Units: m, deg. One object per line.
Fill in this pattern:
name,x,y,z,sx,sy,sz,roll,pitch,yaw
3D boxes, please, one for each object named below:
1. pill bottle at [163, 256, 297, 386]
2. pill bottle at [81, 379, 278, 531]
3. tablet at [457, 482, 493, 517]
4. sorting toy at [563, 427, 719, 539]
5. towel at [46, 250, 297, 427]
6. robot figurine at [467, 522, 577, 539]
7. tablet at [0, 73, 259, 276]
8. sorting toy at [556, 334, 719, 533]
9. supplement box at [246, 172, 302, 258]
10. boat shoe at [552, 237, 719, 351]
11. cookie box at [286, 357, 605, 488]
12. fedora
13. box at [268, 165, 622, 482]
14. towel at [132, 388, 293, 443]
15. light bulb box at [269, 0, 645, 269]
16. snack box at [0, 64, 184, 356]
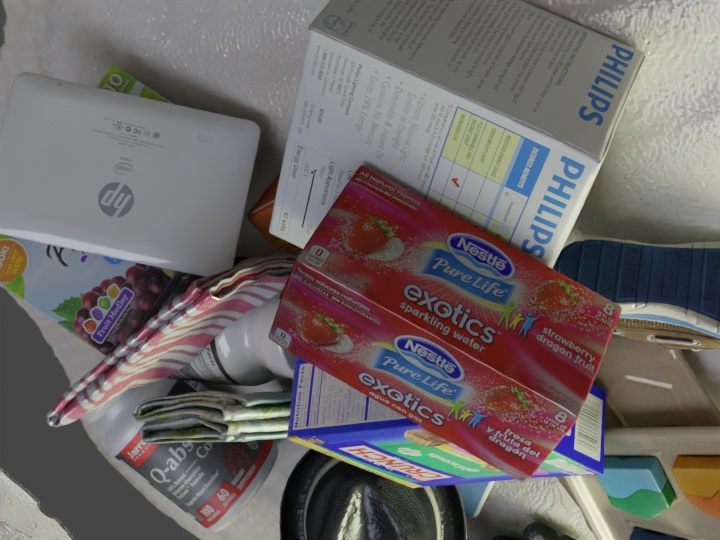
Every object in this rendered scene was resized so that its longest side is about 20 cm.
pill bottle,-0.127,0.045,1.101,0.199,0.117,0.117,1,131,32
pill bottle,-0.195,0.171,1.272,0.200,0.116,0.116,39,140,-8
tablet,0.077,0.158,1.160,0.130,0.014,0.201,26,139,9
sorting toy,0.275,0.204,0.987,0.199,0.037,0.186,-11,119,38
towel,-0.145,0.056,0.961,0.200,0.146,0.030,-38,82,27
robot figurine,0.169,0.339,1.199,0.199,0.125,0.151,21,146,14
tablet,-0.189,-0.075,0.963,0.199,0.131,0.014,12,171,-3
sorting toy,0.228,0.138,1.028,0.185,0.037,0.200,-16,116,42
supplement box,0.000,0.000,1.011,0.200,0.067,0.069,48,138,-16
boat shoe,0.240,0.021,0.879,0.199,0.073,0.072,12,157,14
cookie box,0.069,0.118,0.983,0.199,0.076,0.171,-12,151,41
fedora,0.011,0.251,1.130,0.200,0.201,0.092,34,-176,-2
box,0.053,0.034,0.789,0.199,0.100,0.096,29,141,4
towel,-0.086,0.130,1.121,0.171,0.199,0.048,-9,82,48
light bulb box,0.060,-0.084,0.839,0.199,0.125,0.199,25,140,7
snack box,-0.200,-0.045,0.999,0.142,0.201,0.053,33,172,1
